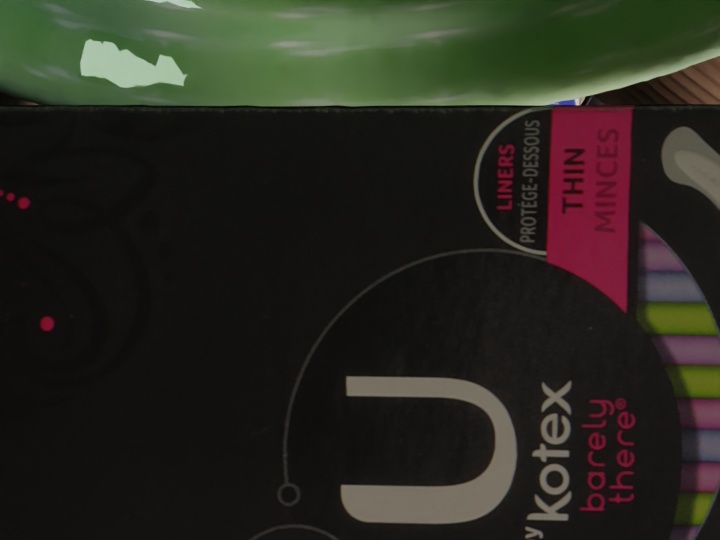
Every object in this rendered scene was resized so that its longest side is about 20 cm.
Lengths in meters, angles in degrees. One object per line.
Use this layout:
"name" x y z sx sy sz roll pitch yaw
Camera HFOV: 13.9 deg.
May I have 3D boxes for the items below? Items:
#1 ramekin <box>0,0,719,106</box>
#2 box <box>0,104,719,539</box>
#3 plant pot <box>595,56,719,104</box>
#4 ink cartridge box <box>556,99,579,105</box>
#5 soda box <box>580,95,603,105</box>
"ramekin" 0.002 -0.104 0.616 0.200 0.199 0.098 48 36 -73
"box" 0.012 0.032 0.627 0.106 0.199 0.123 37 54 -76
"plant pot" 0.117 -0.098 0.908 0.093 0.200 0.201 -48 -166 33
"ink cartridge box" 0.035 -0.145 1.017 0.044 0.093 0.201 74 19 -54
"soda box" 0.078 0.003 0.992 0.201 0.071 0.063 -59 177 -8
